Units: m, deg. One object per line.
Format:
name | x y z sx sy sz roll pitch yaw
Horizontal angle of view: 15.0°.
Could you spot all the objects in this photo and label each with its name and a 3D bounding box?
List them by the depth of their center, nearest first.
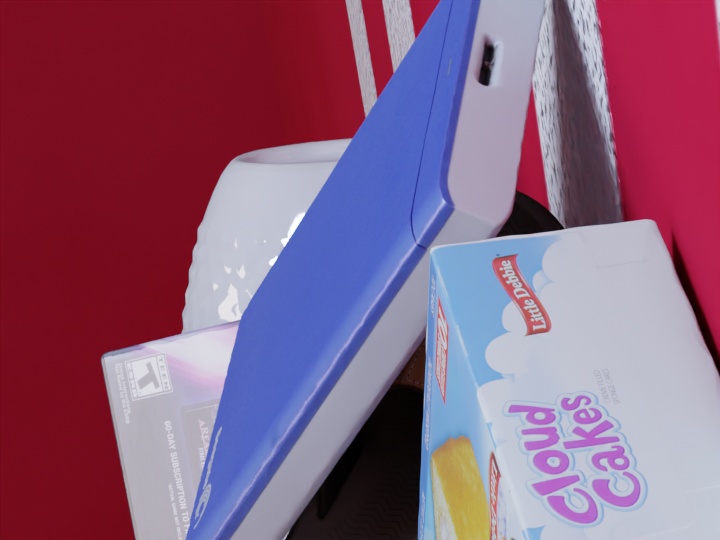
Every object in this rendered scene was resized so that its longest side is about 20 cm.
snack cake box | 0.060 0.097 0.775 0.200 0.067 0.115 91 168 -46
hard drive | 0.000 0.000 0.872 0.132 0.025 0.200 -78 16 -45
sandal | 0.014 0.061 0.894 0.200 0.082 0.055 -60 -23 -11
video game case | -0.012 0.084 1.001 0.200 0.019 0.143 -14 85 43
mug | 0.000 0.034 1.121 0.200 0.147 0.176 -71 -23 -80
